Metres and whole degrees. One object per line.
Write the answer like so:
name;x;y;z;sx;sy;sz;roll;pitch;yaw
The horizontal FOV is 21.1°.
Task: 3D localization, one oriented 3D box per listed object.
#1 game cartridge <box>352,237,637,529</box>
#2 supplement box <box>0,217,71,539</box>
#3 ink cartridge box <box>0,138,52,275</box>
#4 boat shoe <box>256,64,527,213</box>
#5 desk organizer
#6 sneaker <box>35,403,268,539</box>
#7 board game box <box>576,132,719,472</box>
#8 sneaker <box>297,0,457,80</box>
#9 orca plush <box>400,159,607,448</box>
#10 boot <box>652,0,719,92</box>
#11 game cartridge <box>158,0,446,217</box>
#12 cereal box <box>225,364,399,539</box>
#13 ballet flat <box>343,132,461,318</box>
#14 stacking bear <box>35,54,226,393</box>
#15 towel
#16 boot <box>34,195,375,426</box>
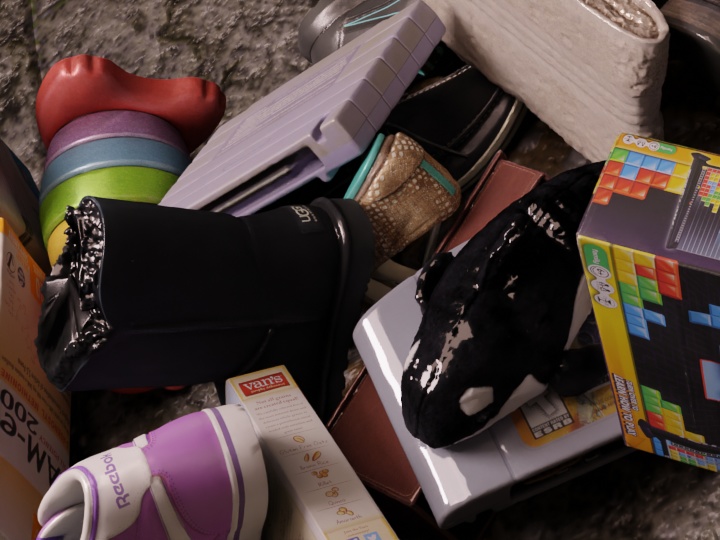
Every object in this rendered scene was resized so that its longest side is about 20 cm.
game cartridge;0.104;0.033;0.971;0.199;0.042;0.133;-23;67;-5
supplement box;-0.227;0.087;1.166;0.073;0.126;0.201;-8;61;10
ink cartridge box;-0.263;-0.053;1.253;0.067;0.200;0.116;-30;61;2
boat shoe;0.018;-0.070;1.167;0.200;0.062;0.075;-36;41;9
desk organizer;0.066;0.044;1.035;0.077;0.072;0.200;21;73;43
sneaker;-0.109;0.138;0.971;0.114;0.201;0.073;-18;57;-15
board game box;0.187;0.035;0.818;0.165;0.200;0.057;16;66;23
sneaker;0.055;-0.169;1.220;0.200;0.075;0.079;-35;56;21
orca plush;0.092;-0.002;0.931;0.200;0.071;0.105;-34;64;-10
boot;0.210;-0.188;1.052;0.174;0.069;0.200;-45;44;-7
game cartridge;-0.042;-0.077;1.138;0.200;0.038;0.130;-27;18;44
cereal box;-0.015;0.161;0.964;0.039;0.144;0.200;-14;39;-19
ballet flat;0.000;0.000;1.103;0.200;0.065;0.071;-54;9;53
stacking bear;-0.149;-0.017;1.229;0.114;0.121;0.201;-46;43;48
towel;0.098;-0.138;1.076;0.034;0.133;0.200;-36;58;-17
boot;-0.092;0.048;1.028;0.076;0.168;0.201;53;138;49
